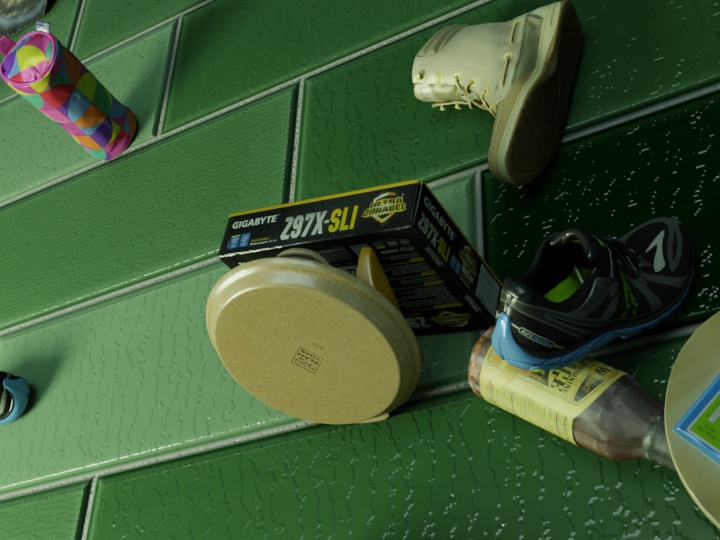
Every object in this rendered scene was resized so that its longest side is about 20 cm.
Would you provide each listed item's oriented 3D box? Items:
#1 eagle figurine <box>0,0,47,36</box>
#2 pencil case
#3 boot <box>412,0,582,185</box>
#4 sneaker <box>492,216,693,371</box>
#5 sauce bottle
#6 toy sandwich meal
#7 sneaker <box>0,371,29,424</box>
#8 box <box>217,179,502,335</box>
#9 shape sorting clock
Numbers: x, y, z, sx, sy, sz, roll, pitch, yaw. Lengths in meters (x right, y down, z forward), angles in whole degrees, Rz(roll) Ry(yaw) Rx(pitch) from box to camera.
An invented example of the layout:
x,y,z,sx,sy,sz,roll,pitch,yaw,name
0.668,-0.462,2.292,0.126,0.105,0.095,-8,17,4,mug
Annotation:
x,y,z,sx,sy,sz,roll,pitch,yaw,name
-0.534,-0.476,1.658,0.150,0.153,0.199,-22,-3,-32,eagle figurine
-0.356,-0.215,1.270,0.087,0.200,0.090,-8,64,17,pencil case
0.115,-0.164,0.978,0.153,0.073,0.203,0,59,36,boot
0.179,0.004,0.762,0.198,0.084,0.070,-24,35,-30,sneaker
0.171,0.098,0.764,0.198,0.066,0.067,21,74,39,sauce bottle
-0.032,0.052,0.854,0.202,0.206,0.071,-12,37,29,toy sandwich meal
-0.470,0.152,1.183,0.197,0.083,0.072,-21,50,24,sneaker
0.000,0.000,0.889,0.197,0.160,0.050,-8,56,33,box
0.298,0.098,0.666,0.196,0.039,0.203,-10,52,12,shape sorting clock
